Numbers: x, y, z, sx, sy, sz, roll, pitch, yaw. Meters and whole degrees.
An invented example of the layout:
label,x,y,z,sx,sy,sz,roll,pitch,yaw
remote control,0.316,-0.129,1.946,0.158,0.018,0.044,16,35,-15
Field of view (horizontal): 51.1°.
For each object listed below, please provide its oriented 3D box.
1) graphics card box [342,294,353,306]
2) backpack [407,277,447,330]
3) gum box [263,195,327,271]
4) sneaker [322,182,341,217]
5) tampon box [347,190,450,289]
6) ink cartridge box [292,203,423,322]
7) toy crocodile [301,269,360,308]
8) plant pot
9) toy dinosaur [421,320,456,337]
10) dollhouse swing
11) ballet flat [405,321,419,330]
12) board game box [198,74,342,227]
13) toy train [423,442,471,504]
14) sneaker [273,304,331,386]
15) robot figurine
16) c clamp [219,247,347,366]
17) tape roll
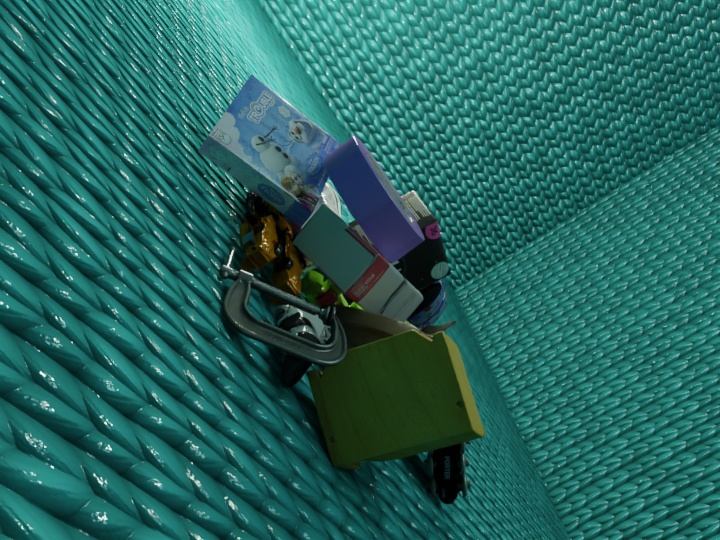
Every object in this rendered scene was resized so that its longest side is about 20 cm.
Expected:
label,x,y,z,sx,sy,sz,roll,pitch,yaw
graphics card box,0.045,0.126,1.448,0.203,0.050,0.125,63,-18,-15
backpack,0.104,0.066,1.661,0.135,0.198,0.184,48,13,-42
gum box,-0.119,-0.112,1.306,0.202,0.065,0.114,62,-28,16
sneaker,-0.088,-0.141,1.666,0.203,0.075,0.115,66,10,23
tampon box,0.065,-0.037,1.556,0.127,0.197,0.151,59,-7,48
ink cartridge box,0.000,0.000,1.211,0.145,0.085,0.200,43,3,33
toy crocodile,-0.039,0.070,1.334,0.201,0.067,0.062,51,13,-31
plant pot,0.014,0.133,1.227,0.201,0.197,0.094,42,63,-58
toy dinosaur,0.125,0.180,1.582,0.084,0.203,0.135,22,4,-14
dollhouse swing,0.063,0.181,1.053,0.175,0.197,0.185,-4,76,-72
ballet flat,0.103,0.154,1.367,0.071,0.069,0.203,-90,160,-71
board game box,-0.138,-0.199,1.225,0.197,0.043,0.202,35,41,-14
toy train,0.155,0.325,1.370,0.115,0.083,0.204,-86,171,-59
sneaker,-0.093,0.093,1.039,0.088,0.074,0.200,40,12,-2
robot figurine,-0.139,-0.038,1.159,0.146,0.058,0.201,53,10,-27
c clamp,-0.101,0.047,0.986,0.197,0.027,0.172,27,27,-7
tape roll,0.023,-0.114,1.207,0.201,0.065,0.201,53,11,-14
